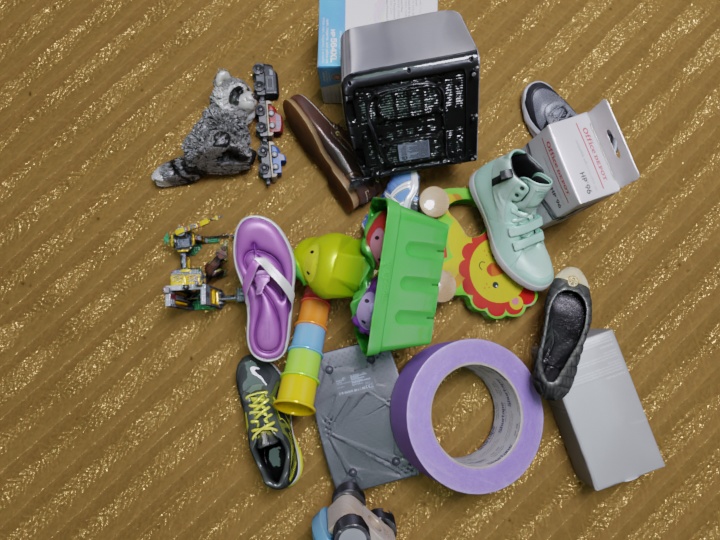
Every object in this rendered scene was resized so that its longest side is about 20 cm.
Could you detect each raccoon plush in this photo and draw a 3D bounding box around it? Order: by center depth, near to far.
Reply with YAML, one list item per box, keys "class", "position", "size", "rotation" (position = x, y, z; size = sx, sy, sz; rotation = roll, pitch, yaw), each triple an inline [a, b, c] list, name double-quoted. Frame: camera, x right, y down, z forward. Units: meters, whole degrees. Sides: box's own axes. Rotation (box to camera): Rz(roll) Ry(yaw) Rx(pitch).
- class: "raccoon plush"
  position: [-0.243, -0.221, 0.846]
  size: [0.198, 0.097, 0.136]
  rotation: [-10, 74, 9]

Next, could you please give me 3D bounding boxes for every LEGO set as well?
- class: "LEGO set"
  position: [-0.202, -0.008, 0.811]
  size: [0.198, 0.116, 0.156]
  rotation: [5, 83, 1]

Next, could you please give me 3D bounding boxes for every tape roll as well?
- class: "tape roll"
  position: [0.147, 0.199, 0.776]
  size: [0.198, 0.085, 0.202]
  rotation: [2, 80, -12]

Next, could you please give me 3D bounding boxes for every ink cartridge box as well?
- class: "ink cartridge box"
  position: [0.281, -0.137, 0.775]
  size: [0.067, 0.200, 0.117]
  rotation: [-19, 82, -13]
- class: "ink cartridge box"
  position: [0.039, -0.338, 0.844]
  size: [0.198, 0.129, 0.127]
  rotation: [2, 83, 1]

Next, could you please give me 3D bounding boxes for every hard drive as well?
- class: "hard drive"
  position: [0.003, 0.212, 0.818]
  size: [0.133, 0.042, 0.202]
  rotation: [-14, 82, -1]

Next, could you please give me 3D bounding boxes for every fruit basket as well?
- class: "fruit basket"
  position: [0.000, 0.000, 0.751]
  size: [0.213, 0.156, 0.218]
  rotation: [-1, 98, -8]

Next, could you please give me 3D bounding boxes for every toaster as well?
- class: "toaster"
  position: [0.060, -0.227, 0.750]
  size: [0.198, 0.182, 0.120]
  rotation: [-9, 54, 6]

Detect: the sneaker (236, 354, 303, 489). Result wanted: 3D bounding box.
- class: "sneaker"
  position: [-0.130, 0.217, 0.798]
  size: [0.074, 0.085, 0.202]
  rotation: [-21, 83, -3]

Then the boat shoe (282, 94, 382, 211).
- class: "boat shoe"
  position: [-0.042, -0.189, 0.859]
  size: [0.070, 0.070, 0.201]
  rotation: [-35, 93, -18]

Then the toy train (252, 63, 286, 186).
- class: "toy train"
  position: [-0.145, -0.234, 0.883]
  size: [0.045, 0.034, 0.202]
  rotation: [-3, 82, -10]

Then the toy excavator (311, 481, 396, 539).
- class: "toy excavator"
  position: [-0.021, 0.428, 0.759]
  size: [0.200, 0.100, 0.194]
  rotation: [-45, 102, 5]

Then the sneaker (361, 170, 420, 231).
- class: "sneaker"
  position: [0.043, -0.082, 0.832]
  size: [0.076, 0.076, 0.202]
  rotation: [10, 87, -2]

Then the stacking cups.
- class: "stacking cups"
  position: [-0.080, 0.102, 0.796]
  size: [0.060, 0.061, 0.202]
  rotation: [5, 59, 1]

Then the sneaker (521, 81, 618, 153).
- class: "sneaker"
  position: [0.321, -0.215, 0.832]
  size: [0.075, 0.114, 0.201]
  rotation: [-30, 83, -3]

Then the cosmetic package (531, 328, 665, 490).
- class: "cosmetic package"
  position: [0.336, 0.194, 0.795]
  size: [0.106, 0.090, 0.202]
  rotation: [-17, 86, 0]

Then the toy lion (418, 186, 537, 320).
- class: "toy lion"
  position: [0.182, -0.026, 0.841]
  size: [0.189, 0.069, 0.202]
  rotation: [-3, 82, -7]

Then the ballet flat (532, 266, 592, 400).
- class: "ballet flat"
  position: [0.279, 0.080, 0.750]
  size: [0.066, 0.057, 0.202]
  rotation: [12, 63, 15]

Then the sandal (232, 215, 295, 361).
- class: "sandal"
  position: [-0.124, 0.028, 0.743]
  size: [0.081, 0.050, 0.205]
  rotation: [-7, 103, -6]

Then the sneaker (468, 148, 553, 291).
- class: "sneaker"
  position: [0.231, -0.069, 0.773]
  size: [0.073, 0.118, 0.202]
  rotation: [-26, 87, -22]
